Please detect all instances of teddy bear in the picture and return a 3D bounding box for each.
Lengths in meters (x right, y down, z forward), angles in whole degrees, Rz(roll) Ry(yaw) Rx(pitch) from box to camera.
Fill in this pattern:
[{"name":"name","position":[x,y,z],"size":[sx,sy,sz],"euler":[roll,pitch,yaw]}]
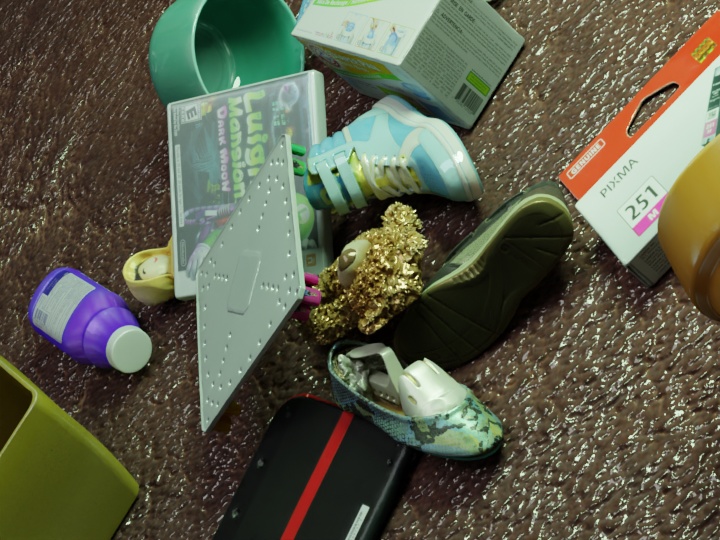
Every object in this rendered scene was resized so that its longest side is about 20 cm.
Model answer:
[{"name":"teddy bear","position":[0.000,0.000,1.400],"size":[0.144,0.067,0.200],"euler":[-37,9,11]}]

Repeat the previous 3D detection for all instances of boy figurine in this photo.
[{"name":"boy figurine","position":[-0.162,-0.035,1.667],"size":[0.199,0.064,0.125],"euler":[-33,44,22]}]

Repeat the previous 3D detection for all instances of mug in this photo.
[{"name":"mug","position":[-0.156,-0.210,1.721],"size":[0.114,0.151,0.187],"euler":[-4,59,49]}]

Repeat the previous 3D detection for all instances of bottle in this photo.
[{"name":"bottle","position":[-0.287,0.058,1.729],"size":[0.199,0.065,0.084],"euler":[23,81,53]}]

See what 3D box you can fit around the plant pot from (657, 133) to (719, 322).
[{"name":"plant pot","position":[0.314,0.008,1.016],"size":[0.199,0.199,0.185],"euler":[-37,56,22]}]

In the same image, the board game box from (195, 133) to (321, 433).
[{"name":"board game box","position":[-0.095,0.013,1.453],"size":[0.201,0.026,0.201],"euler":[-54,30,38]}]

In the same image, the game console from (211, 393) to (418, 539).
[{"name":"game console","position":[-0.046,0.210,1.380],"size":[0.176,0.031,0.202],"euler":[14,74,47]}]

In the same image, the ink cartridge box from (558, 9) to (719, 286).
[{"name":"ink cartridge box","position":[0.251,-0.111,1.285],"size":[0.200,0.043,0.174],"euler":[-46,39,11]}]

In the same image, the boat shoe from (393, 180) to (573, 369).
[{"name":"boat shoe","position":[0.105,0.005,1.341],"size":[0.201,0.072,0.066],"euler":[-48,9,29]}]

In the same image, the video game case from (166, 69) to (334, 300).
[{"name":"video game case","position":[-0.111,-0.081,1.585],"size":[0.180,0.023,0.203],"euler":[-9,79,30]}]

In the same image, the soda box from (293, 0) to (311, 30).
[{"name":"soda box","position":[-0.005,-0.319,1.708],"size":[0.064,0.068,0.202],"euler":[-12,54,42]}]

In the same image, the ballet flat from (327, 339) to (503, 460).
[{"name":"ballet flat","position":[0.036,0.100,1.323],"size":[0.199,0.074,0.075],"euler":[14,73,49]}]

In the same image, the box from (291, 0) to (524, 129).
[{"name":"box","position":[0.041,-0.224,1.547],"size":[0.102,0.112,0.199],"euler":[-57,35,-5]}]

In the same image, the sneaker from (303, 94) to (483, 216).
[{"name":"sneaker","position":[0.022,-0.083,1.456],"size":[0.130,0.080,0.200],"euler":[-31,26,-10]}]

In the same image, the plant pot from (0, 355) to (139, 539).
[{"name":"plant pot","position":[-0.339,0.211,1.575],"size":[0.199,0.176,0.201],"euler":[26,82,52]}]
